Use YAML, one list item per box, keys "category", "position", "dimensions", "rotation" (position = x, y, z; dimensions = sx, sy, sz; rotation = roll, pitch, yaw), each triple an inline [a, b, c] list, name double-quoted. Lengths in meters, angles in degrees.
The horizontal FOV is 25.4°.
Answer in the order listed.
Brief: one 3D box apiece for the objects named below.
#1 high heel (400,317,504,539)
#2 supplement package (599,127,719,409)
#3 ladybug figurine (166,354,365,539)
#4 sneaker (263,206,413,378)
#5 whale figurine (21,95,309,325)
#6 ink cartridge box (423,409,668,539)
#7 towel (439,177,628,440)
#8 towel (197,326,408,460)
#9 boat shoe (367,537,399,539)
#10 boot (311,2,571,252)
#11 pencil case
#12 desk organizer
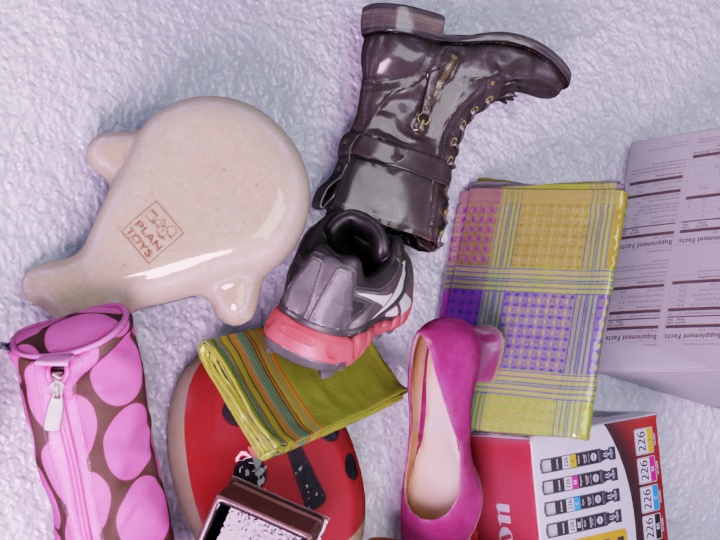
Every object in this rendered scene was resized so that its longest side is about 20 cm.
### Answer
- category: "high heel"
  position: [0.049, 0.131, 1.150]
  dimensions: [0.096, 0.067, 0.200]
  rotation: [3, 108, -54]
- category: "supplement package"
  position: [0.310, 0.002, 1.310]
  dimensions: [0.152, 0.151, 0.200]
  rotation: [18, 77, -32]
- category: "ladybug figurine"
  position: [-0.058, 0.139, 1.105]
  dimensions: [0.136, 0.072, 0.200]
  rotation: [-33, 104, -30]
- category: "sneaker"
  position: [0.000, 0.000, 1.100]
  dimensions: [0.200, 0.071, 0.098]
  rotation: [-36, 147, -67]
- category: "whale figurine"
  position: [-0.126, -0.025, 1.070]
  dimensions: [0.200, 0.104, 0.159]
  rotation: [-42, 87, -6]
- category: "ink cartridge box"
  position: [0.147, 0.218, 1.228]
  dimensions: [0.176, 0.084, 0.200]
  rotation: [-7, 91, -33]
- category: "towel"
  position: [0.125, 0.024, 1.198]
  dimensions: [0.023, 0.144, 0.200]
  rotation: [24, 72, -52]
- category: "towel"
  position: [-0.034, 0.069, 1.088]
  dimensions: [0.086, 0.018, 0.200]
  rotation: [59, 26, 9]
- category: "boat shoe"
  position: [0.085, 0.248, 1.136]
  dimensions: [0.200, 0.070, 0.070]
  rotation: [17, 102, -6]
- category: "boot"
  position: [0.062, -0.099, 1.213]
  dimensions: [0.200, 0.069, 0.174]
  rotation: [11, 83, -25]
- category: "pencil case"
  position: [-0.167, 0.125, 1.001]
  dimensions: [0.091, 0.094, 0.200]
  rotation: [-12, 108, -4]
- category: "desk organizer"
  position: [-0.094, 0.239, 1.016]
  dimensions: [0.072, 0.077, 0.200]
  rotation: [23, 91, 4]
